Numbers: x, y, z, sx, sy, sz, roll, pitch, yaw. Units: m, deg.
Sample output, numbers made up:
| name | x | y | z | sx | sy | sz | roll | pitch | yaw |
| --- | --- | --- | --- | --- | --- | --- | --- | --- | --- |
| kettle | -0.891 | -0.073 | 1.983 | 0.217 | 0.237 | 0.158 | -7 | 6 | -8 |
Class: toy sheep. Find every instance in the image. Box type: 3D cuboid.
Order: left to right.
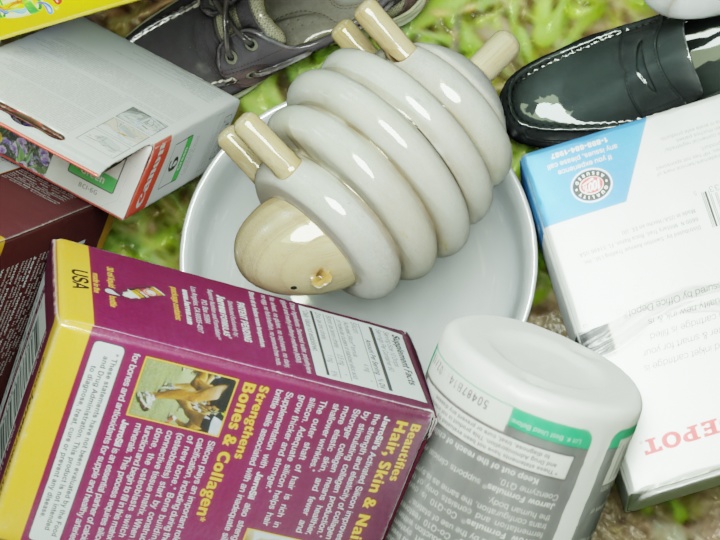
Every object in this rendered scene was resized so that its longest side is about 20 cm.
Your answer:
| name | x | y | z | sx | sy | sz | roll | pitch | yaw |
| --- | --- | --- | --- | --- | --- | --- | --- | --- | --- |
| toy sheep | 0.011 | -0.062 | 1.336 | 0.138 | 0.138 | 0.200 | 44 | 78 | 11 |

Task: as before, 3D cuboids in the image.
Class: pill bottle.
| name | x | y | z | sx | sy | sz | roll | pitch | yaw |
| --- | --- | --- | --- | --- | --- | --- | --- | --- | --- |
| pill bottle | 0.063 | 0.135 | 1.330 | 0.113 | 0.113 | 0.201 | 23 | 107 | 8 |

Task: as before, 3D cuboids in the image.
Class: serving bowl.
| name | x | y | z | sx | sy | sz | roll | pitch | yaw |
| --- | --- | --- | --- | --- | --- | --- | --- | --- | --- |
| serving bowl | 0.000 | 0.000 | 1.420 | 0.199 | 0.066 | 0.201 | -1 | 78 | 3 |

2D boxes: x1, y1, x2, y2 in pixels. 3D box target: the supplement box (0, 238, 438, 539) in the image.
| name | x | y | z | sx | sy | sz | roll | pitch | yaw |
| --- | --- | --- | --- | --- | --- | --- | --- | --- | --- |
| supplement box | -0.079 | 0.081 | 1.292 | 0.199 | 0.103 | 0.131 | 16 | 112 | -15 |

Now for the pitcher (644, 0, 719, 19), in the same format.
| name | x | y | z | sx | sy | sz | roll | pitch | yaw |
| --- | --- | --- | --- | --- | --- | --- | --- | --- | --- |
| pitcher | 0.263 | -0.194 | 1.388 | 0.199 | 0.121 | 0.172 | 12 | 59 | 29 |

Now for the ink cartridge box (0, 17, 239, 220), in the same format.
| name | x | y | z | sx | sy | sz | roll | pitch | yaw |
| --- | --- | --- | --- | --- | --- | --- | --- | --- | --- |
| ink cartridge box | -0.152 | -0.078 | 1.356 | 0.109 | 0.200 | 0.050 | 28 | 112 | 9 |

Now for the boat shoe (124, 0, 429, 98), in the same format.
| name | x | y | z | sx | sy | sz | roll | pitch | yaw |
| --- | --- | --- | --- | --- | --- | --- | --- | --- | --- |
| boat shoe | -0.056 | -0.146 | 1.454 | 0.199 | 0.065 | 0.072 | -18 | 81 | 3 |

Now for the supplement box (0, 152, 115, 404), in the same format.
| name | x | y | z | sx | sy | sz | roll | pitch | yaw |
| --- | --- | --- | --- | --- | --- | --- | --- | --- | --- |
| supplement box | -0.247 | 0.030 | 1.328 | 0.133 | 0.200 | 0.198 | 26 | 105 | 9 |

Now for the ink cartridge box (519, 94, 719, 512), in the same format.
| name | x | y | z | sx | sy | sz | roll | pitch | yaw |
| --- | --- | --- | --- | --- | --- | --- | --- | --- | --- |
| ink cartridge box | 0.185 | 0.017 | 1.395 | 0.144 | 0.084 | 0.201 | -16 | 77 | 0 |

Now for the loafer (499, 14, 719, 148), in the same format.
| name | x | y | z | sx | sy | sz | roll | pitch | yaw |
| --- | --- | --- | --- | --- | --- | --- | --- | --- | --- |
| loafer | 0.176 | -0.118 | 1.433 | 0.200 | 0.070 | 0.068 | -14 | 77 | 0 |

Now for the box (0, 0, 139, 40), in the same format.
| name | x | y | z | sx | sy | sz | roll | pitch | yaw |
| --- | --- | --- | --- | --- | --- | --- | --- | --- | --- |
| box | -0.105 | -0.215 | 1.363 | 0.199 | 0.193 | 0.122 | -12 | 100 | 27 |
